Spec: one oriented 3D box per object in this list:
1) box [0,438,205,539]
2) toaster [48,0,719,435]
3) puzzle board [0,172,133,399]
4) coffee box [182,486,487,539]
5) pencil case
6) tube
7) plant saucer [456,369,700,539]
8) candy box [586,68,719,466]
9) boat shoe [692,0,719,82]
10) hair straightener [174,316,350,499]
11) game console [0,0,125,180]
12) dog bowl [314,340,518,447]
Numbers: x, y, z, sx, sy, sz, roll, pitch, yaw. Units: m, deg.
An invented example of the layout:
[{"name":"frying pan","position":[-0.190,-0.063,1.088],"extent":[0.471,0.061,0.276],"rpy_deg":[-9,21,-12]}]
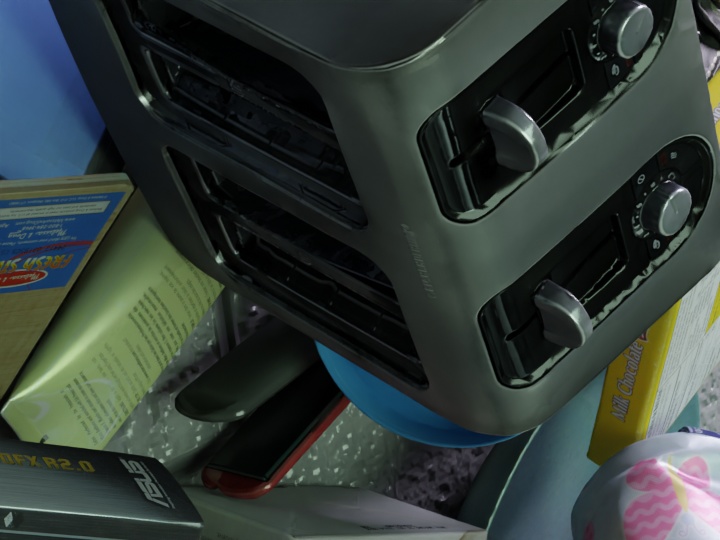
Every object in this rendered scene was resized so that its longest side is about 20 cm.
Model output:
[{"name":"box","position":[-0.153,0.149,0.752],"extent":[0.158,0.048,0.201],"rpy_deg":[8,109,-30]},{"name":"toaster","position":[0.004,-0.068,0.751],"extent":[0.119,0.200,0.181],"rpy_deg":[-45,144,-21]},{"name":"puzzle board","position":[-0.179,0.026,0.720],"extent":[0.200,0.017,0.151],"rpy_deg":[-7,143,-45]},{"name":"coffee box","position":[-0.030,0.189,0.924],"extent":[0.114,0.080,0.201],"rpy_deg":[6,95,-46]},{"name":"pencil case","position":[0.137,0.159,0.916],"extent":[0.090,0.200,0.083],"rpy_deg":[13,133,-19]},{"name":"tube","position":[-0.064,-0.015,0.862],"extent":[0.058,0.052,0.200],"rpy_deg":[41,71,-25]},{"name":"plant saucer","position":[0.082,0.117,1.033],"extent":[0.201,0.039,0.202],"rpy_deg":[-34,133,-45]},{"name":"candy box","position":[0.135,-0.010,0.932],"extent":[0.102,0.026,0.200],"rpy_deg":[-45,157,-31]},{"name":"boat shoe","position":[0.121,-0.119,0.957],"extent":[0.066,0.072,0.201],"rpy_deg":[-60,-173,41]},{"name":"hair straightener","position":[0.000,0.000,0.935],"extent":[0.200,0.041,0.077],"rpy_deg":[-41,127,-31]},{"name":"game console","position":[-0.104,-0.095,0.747],"extent":[0.176,0.116,0.200],"rpy_deg":[32,78,-36]},{"name":"dog bowl","position":[0.053,-0.035,0.879],"extent":[0.050,0.111,0.201],"rpy_deg":[-7,114,-68]}]
